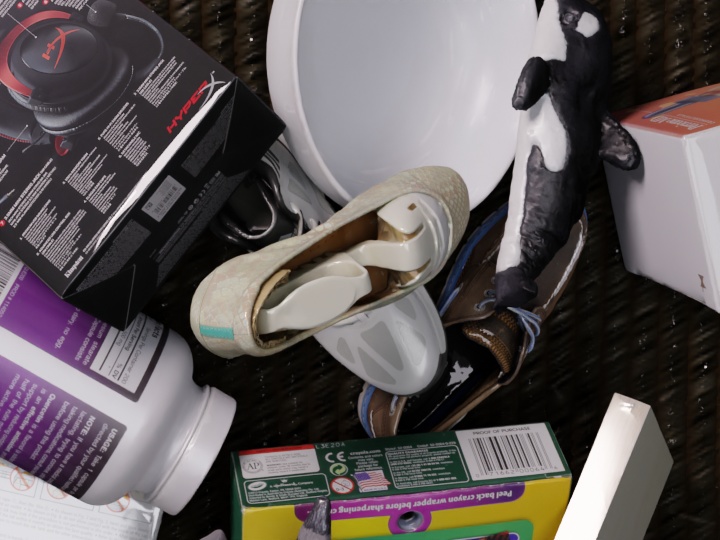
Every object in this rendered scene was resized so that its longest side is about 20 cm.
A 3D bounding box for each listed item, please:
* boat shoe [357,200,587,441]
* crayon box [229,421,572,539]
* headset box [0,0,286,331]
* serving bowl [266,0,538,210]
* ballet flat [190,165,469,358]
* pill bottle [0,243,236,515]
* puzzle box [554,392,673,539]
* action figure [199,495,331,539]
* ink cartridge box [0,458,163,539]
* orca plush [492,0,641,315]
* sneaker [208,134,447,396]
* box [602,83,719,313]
[{"bbox_3d":[0.080,0.037,1.029,0.072,0.072,0.201,36,91,-16],"label":"boat shoe"},{"bbox_3d":[0.020,0.185,1.017,0.198,0.058,0.174,-4,125,-11],"label":"crayon box"},{"bbox_3d":[-0.165,-0.089,0.917,0.200,0.075,0.149,38,89,26],"label":"headset box"},{"bbox_3d":[0.016,-0.127,0.972,0.199,0.065,0.202,-9,103,-42],"label":"serving bowl"},{"bbox_3d":[0.000,0.000,0.893,0.199,0.062,0.068,-29,113,-32],"label":"ballet flat"},{"bbox_3d":[-0.176,0.060,0.954,0.199,0.112,0.113,31,92,-11],"label":"pill bottle"},{"bbox_3d":[0.139,0.187,1.018,0.025,0.133,0.201,20,76,22],"label":"puzzle box"},{"bbox_3d":[-0.007,0.220,0.928,0.198,0.194,0.105,8,55,9],"label":"action figure"},{"bbox_3d":[-0.209,0.167,1.015,0.161,0.050,0.202,15,78,-13],"label":"ink cartridge box"},{"bbox_3d":[0.128,-0.070,0.975,0.070,0.105,0.201,7,59,18],"label":"orca plush"},{"bbox_3d":[-0.033,0.000,0.954,0.076,0.115,0.201,-40,88,16],"label":"sneaker"},{"bbox_3d":[0.268,-0.064,1.013,0.198,0.152,0.107,-16,103,-9],"label":"box"}]
